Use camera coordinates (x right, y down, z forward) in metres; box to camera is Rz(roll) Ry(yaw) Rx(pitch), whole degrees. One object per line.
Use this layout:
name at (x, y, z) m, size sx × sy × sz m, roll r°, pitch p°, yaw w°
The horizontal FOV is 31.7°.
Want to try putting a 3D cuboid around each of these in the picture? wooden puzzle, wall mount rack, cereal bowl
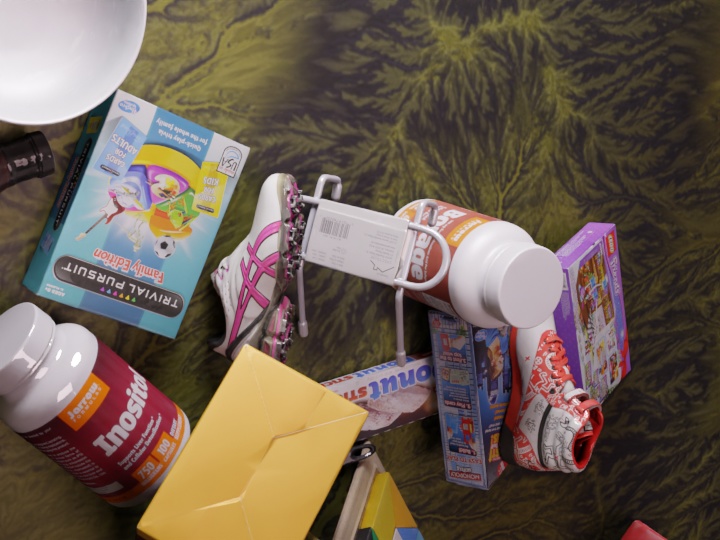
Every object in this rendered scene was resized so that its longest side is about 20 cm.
wooden puzzle at (0.031, 0.310, 1.379) m, size 0.037 × 0.200 × 0.186 m, roll -17°, pitch 118°, yaw 19°
wall mount rack at (0.000, 0.000, 1.298) m, size 0.074 × 0.199 × 0.175 m, roll 6°, pitch 99°, yaw -69°
cereal bowl at (-0.289, -0.226, 1.078) m, size 0.199 × 0.083 × 0.202 m, roll -9°, pitch 107°, yaw -31°

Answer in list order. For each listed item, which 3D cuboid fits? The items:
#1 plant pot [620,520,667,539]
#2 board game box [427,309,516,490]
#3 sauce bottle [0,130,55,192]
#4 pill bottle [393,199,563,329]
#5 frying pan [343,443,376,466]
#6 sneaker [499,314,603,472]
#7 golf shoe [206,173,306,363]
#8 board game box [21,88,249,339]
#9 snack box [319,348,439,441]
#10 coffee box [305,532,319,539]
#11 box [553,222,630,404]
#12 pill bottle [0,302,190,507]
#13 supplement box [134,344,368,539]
plant pot at (0.393, 0.454, 1.641) m, size 0.200 × 0.200 × 0.183 m, roll 38°, pitch 84°, yaw -34°
board game box at (0.156, 0.142, 1.462) m, size 0.199 × 0.061 × 0.202 m, roll -2°, pitch 96°, yaw -50°
sauce bottle at (-0.361, -0.074, 1.083) m, size 0.199 × 0.066 × 0.066 m, roll -24°, pitch 115°, yaw -26°
pill bottle at (0.117, -0.005, 1.333) m, size 0.112 × 0.200 × 0.113 m, roll -9°, pitch 107°, yaw -31°
frying pan at (-0.086, 0.205, 1.346) m, size 0.190 × 0.031 × 0.115 m, roll -38°, pitch 104°, yaw -19°
sneaker at (0.221, 0.124, 1.407) m, size 0.067 × 0.107 × 0.203 m, roll 11°, pitch 85°, yaw -50°
golf shoe at (-0.106, 0.000, 1.256) m, size 0.091 × 0.073 × 0.201 m, roll 11°, pitch 103°, yaw 7°
board game box at (-0.210, -0.053, 1.199) m, size 0.150 × 0.047 × 0.201 m, roll 21°, pitch 90°, yaw -35°
snack box at (0.021, 0.144, 1.417) m, size 0.199 × 0.024 × 0.072 m, roll -15°, pitch 109°, yaw -30°
coffee box at (-0.130, 0.333, 1.310) m, size 0.199 × 0.123 × 0.044 m, roll -29°, pitch 117°, yaw -22°
box at (0.273, 0.060, 1.523) m, size 0.137 × 0.039 × 0.201 m, roll -35°, pitch 122°, yaw -48°
pill bottle at (-0.260, 0.123, 1.173) m, size 0.113 × 0.113 × 0.200 m, roll -51°, pitch 124°, yaw -11°
supplement box at (-0.110, 0.214, 1.194) m, size 0.132 × 0.200 × 0.198 m, roll 28°, pitch 63°, yaw 1°
